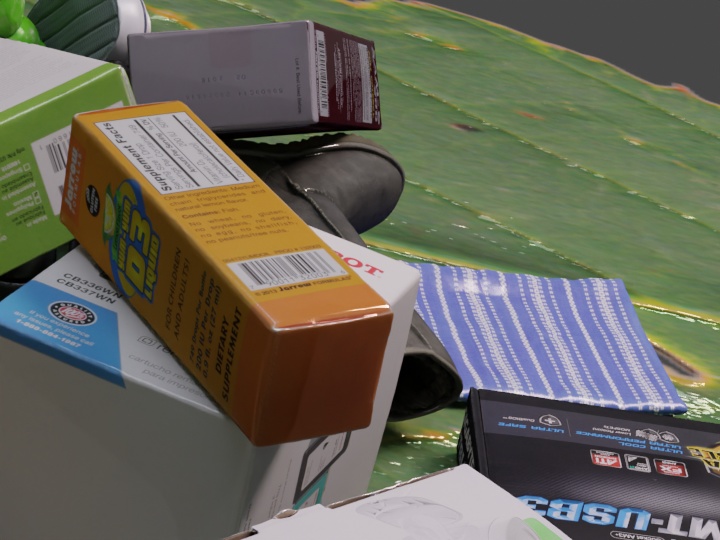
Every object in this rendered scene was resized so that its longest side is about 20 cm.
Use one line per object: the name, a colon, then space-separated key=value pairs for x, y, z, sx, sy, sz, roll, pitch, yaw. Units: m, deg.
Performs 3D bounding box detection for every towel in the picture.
towel: x=0.082 y=0.036 z=1.552 sx=0.200 sy=0.024 sz=0.145 roll=5 pitch=29 yaw=-15

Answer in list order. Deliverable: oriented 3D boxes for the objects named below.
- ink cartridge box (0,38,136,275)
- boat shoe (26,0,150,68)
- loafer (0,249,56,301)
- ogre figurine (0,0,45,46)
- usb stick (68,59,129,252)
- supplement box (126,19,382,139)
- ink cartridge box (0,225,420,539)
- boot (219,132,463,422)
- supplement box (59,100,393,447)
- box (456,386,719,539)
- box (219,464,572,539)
ink cartridge box: x=-0.221 y=-0.060 z=1.376 sx=0.148 sy=0.076 sz=0.200 roll=-28 pitch=25 yaw=-26
boat shoe: x=-0.171 y=-0.140 z=1.633 sx=0.067 sy=0.074 sz=0.200 roll=2 pitch=-6 yaw=-32
loafer: x=-0.243 y=-0.051 z=1.526 sx=0.200 sy=0.063 sz=0.072 roll=33 pitch=33 yaw=33
ogre figurine: x=-0.255 y=-0.181 z=1.577 sx=0.120 sy=0.200 sz=0.098 roll=22 pitch=41 yaw=32
usb stick: x=-0.145 y=-0.036 z=1.492 sx=0.033 sy=0.055 sz=0.200 roll=-12 pitch=47 yaw=15
supplement box: x=-0.059 y=-0.110 z=1.544 sx=0.109 sy=0.061 sz=0.200 roll=-3 pitch=1 yaw=10
ink cartridge box: x=-0.085 y=0.070 z=1.277 sx=0.147 sy=0.146 sz=0.200 roll=21 pitch=28 yaw=15
boot: x=0.000 y=0.002 z=1.485 sx=0.182 sy=0.073 sz=0.200 roll=-6 pitch=36 yaw=-40
supplement box: x=-0.066 y=-0.003 z=1.193 sx=0.069 sy=0.067 sz=0.200 roll=-8 pitch=35 yaw=-30
box: x=0.154 y=0.142 z=1.358 sx=0.200 sy=0.050 sz=0.199 roll=10 pitch=27 yaw=-6
box: x=-0.016 y=0.191 z=1.050 sx=0.200 sy=0.177 sz=0.097 roll=-13 pitch=37 yaw=-41
